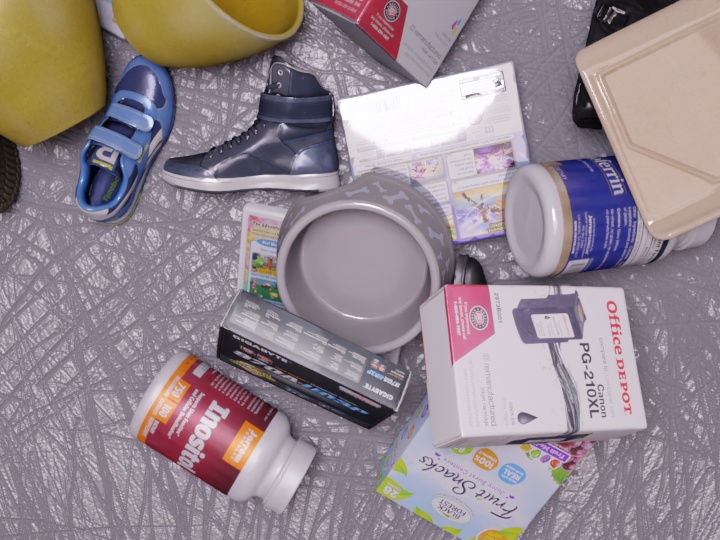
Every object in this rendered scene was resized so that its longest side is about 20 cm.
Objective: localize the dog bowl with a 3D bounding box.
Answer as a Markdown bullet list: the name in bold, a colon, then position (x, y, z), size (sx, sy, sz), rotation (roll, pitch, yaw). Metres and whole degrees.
- **dog bowl**: position (0.000, 0.000, 0.919), size (0.197, 0.059, 0.203), rotation (4, 115, 8)

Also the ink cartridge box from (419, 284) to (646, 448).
- **ink cartridge box**: position (0.169, 0.094, 0.858), size (0.197, 0.084, 0.147), rotation (1, 72, -17)

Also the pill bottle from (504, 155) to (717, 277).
- **pill bottle**: position (0.260, -0.060, 0.901), size (0.197, 0.116, 0.118), rotation (-7, 97, -15)

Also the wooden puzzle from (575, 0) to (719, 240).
- **wooden puzzle**: position (0.325, -0.155, 0.827), size (0.183, 0.037, 0.202), rotation (-24, 88, 9)

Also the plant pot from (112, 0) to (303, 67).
- **plant pot**: position (-0.177, -0.294, 0.907), size (0.141, 0.200, 0.202), rotation (-28, 94, 34)

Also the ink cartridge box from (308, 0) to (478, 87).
- **ink cartridge box**: position (0.060, -0.316, 0.880), size (0.083, 0.145, 0.202), rotation (35, 96, 37)

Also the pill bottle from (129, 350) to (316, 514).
- **pill bottle**: position (-0.154, 0.190, 0.997), size (0.198, 0.113, 0.114), rotation (31, 99, 1)

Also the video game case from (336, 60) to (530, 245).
- **video game case**: position (0.088, -0.120, 0.966), size (0.197, 0.045, 0.184), rotation (-10, 97, 7)

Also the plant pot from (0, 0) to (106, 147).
- **plant pot**: position (-0.352, -0.218, 0.924), size (0.198, 0.201, 0.143), rotation (-23, 111, 8)

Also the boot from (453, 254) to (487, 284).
- **boot**: position (0.201, 0.064, 0.965), size (0.197, 0.066, 0.167), rotation (2, 110, 11)

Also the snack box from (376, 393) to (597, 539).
- **snack box**: position (0.137, 0.200, 0.962), size (0.167, 0.068, 0.201), rotation (29, 116, -4)

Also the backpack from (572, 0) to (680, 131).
- **backpack**: position (0.336, -0.205, 0.894), size (0.197, 0.153, 0.166), rotation (13, 94, 23)

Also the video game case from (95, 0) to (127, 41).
- **video game case**: position (-0.300, -0.395, 0.983), size (0.180, 0.022, 0.202), rotation (29, 99, 1)

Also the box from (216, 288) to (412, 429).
- **box**: position (-0.056, 0.101, 0.931), size (0.198, 0.159, 0.046), rotation (26, 70, -3)

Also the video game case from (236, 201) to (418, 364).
- **video game case**: position (-0.043, 0.026, 0.984), size (0.197, 0.024, 0.184), rotation (11, 116, 5)

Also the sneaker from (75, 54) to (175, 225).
- **sneaker**: position (-0.267, -0.146, 0.982), size (0.073, 0.082, 0.203), rotation (19, 96, 4)

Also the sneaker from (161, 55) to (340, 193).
- **sneaker**: position (-0.123, -0.162, 0.960), size (0.199, 0.077, 0.148), rotation (-2, 108, -4)

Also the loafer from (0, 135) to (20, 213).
- **loafer**: position (-0.450, -0.162, 1.005), size (0.066, 0.076, 0.203), rotation (-11, 86, 8)
